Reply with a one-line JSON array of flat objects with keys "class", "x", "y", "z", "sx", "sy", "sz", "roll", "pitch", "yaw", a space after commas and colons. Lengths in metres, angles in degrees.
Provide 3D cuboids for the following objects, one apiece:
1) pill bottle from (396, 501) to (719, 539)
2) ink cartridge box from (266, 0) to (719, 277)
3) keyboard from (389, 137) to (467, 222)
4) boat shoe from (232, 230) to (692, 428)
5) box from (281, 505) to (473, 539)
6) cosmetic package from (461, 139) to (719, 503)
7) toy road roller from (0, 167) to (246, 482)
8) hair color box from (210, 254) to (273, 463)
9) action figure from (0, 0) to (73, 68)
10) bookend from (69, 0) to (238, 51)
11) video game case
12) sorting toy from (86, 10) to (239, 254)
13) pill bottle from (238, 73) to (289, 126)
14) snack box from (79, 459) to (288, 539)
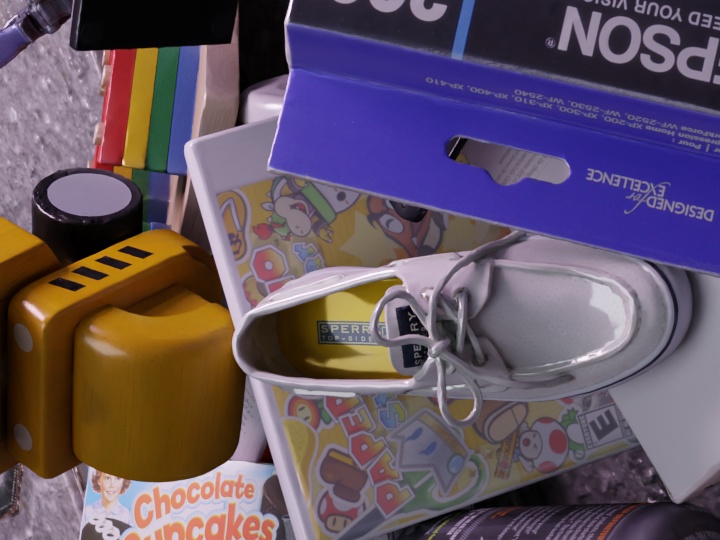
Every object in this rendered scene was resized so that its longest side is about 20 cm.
[{"class": "pill bottle", "x": 0.106, "y": 0.157, "z": 0.828, "sx": 0.199, "sy": 0.106, "sz": 0.107, "roll": -11, "pitch": 95, "yaw": 47}, {"class": "ink cartridge box", "x": 0.074, "y": -0.117, "z": 0.739, "sx": 0.196, "sy": 0.043, "sz": 0.202, "roll": 12, "pitch": 86, "yaw": 8}, {"class": "keyboard", "x": 0.055, "y": -0.122, "z": 0.826, "sx": 0.201, "sy": 0.039, "sz": 0.104, "roll": -59, "pitch": 10, "yaw": 9}, {"class": "boat shoe", "x": 0.032, "y": 0.023, "z": 0.773, "sx": 0.200, "sy": 0.086, "sz": 0.075, "roll": -1, "pitch": 99, "yaw": 29}, {"class": "box", "x": 0.021, "y": 0.211, "z": 0.949, "sx": 0.060, "sy": 0.116, "sz": 0.202, "roll": -6, "pitch": 92, "yaw": 25}, {"class": "cosmetic package", "x": 0.137, "y": -0.017, "z": 0.810, "sx": 0.201, "sy": 0.084, "sz": 0.108, "roll": 60, "pitch": 140, "yaw": 17}, {"class": "toy road roller", "x": -0.143, "y": 0.047, "z": 0.898, "sx": 0.145, "sy": 0.199, "sz": 0.124, "roll": 28, "pitch": 128, "yaw": 31}, {"class": "hair color box", "x": -0.073, "y": 0.088, "z": 1.142, "sx": 0.102, "sy": 0.061, "sz": 0.201, "roll": 51, "pitch": 137, "yaw": 27}, {"class": "action figure", "x": -0.160, "y": -0.212, "z": 1.039, "sx": 0.105, "sy": 0.200, "sz": 0.193, "roll": 54, "pitch": 170, "yaw": -33}, {"class": "bookend", "x": -0.137, "y": -0.233, "z": 0.890, "sx": 0.199, "sy": 0.092, "sz": 0.201, "roll": 33, "pitch": 120, "yaw": 42}, {"class": "video game case", "x": 0.029, "y": 0.012, "z": 0.886, "sx": 0.023, "sy": 0.180, "sz": 0.202, "roll": 163, "pitch": 90, "yaw": -76}, {"class": "sorting toy", "x": -0.118, "y": -0.060, "z": 1.051, "sx": 0.199, "sy": 0.069, "sz": 0.201, "roll": -97, "pitch": 17, "yaw": -57}, {"class": "pill bottle", "x": 0.000, "y": 0.000, "z": 0.972, "sx": 0.111, "sy": 0.110, "sz": 0.202, "roll": 11, "pitch": 112, "yaw": 50}, {"class": "snack box", "x": -0.077, "y": 0.166, "z": 1.067, "sx": 0.198, "sy": 0.037, "sz": 0.117, "roll": 1, "pitch": 80, "yaw": 34}]
